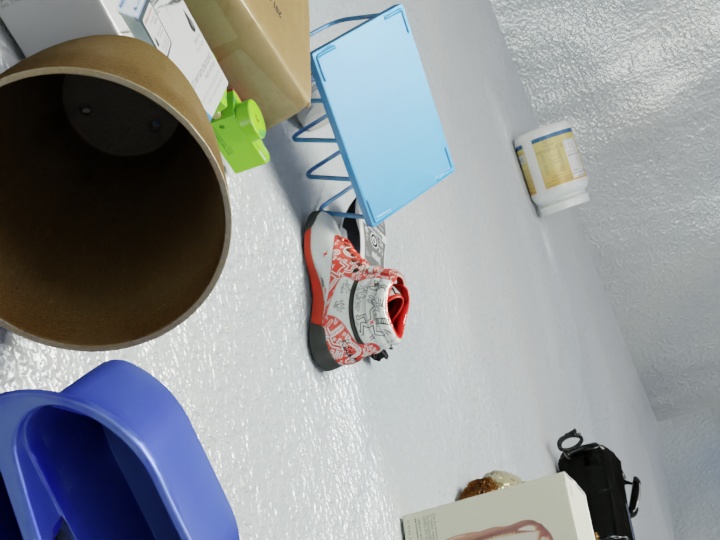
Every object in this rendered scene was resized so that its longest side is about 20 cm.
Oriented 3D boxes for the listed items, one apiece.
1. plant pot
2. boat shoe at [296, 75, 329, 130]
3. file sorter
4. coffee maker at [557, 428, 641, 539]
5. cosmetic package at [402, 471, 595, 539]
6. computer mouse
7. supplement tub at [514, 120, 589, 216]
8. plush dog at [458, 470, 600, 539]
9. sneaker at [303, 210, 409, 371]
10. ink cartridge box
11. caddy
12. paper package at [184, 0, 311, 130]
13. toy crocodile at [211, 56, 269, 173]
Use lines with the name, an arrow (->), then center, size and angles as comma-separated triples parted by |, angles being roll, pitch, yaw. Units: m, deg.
plant pot -> -0.171, -0.080, 0.769 | 0.201, 0.184, 0.188 | -93, 157, -60
boat shoe -> -0.043, -0.233, 1.432 | 0.068, 0.072, 0.200 | 43, 32, 2
file sorter -> -0.005, -0.175, 1.297 | 0.138, 0.122, 0.203 | -34, 115, -30
coffee maker -> 0.419, 0.431, 2.077 | 0.191, 0.134, 0.202 | 32, 36, -27
cosmetic package -> 0.158, 0.304, 1.291 | 0.103, 0.197, 0.089 | 43, 32, -53
computer mouse -> 0.000, 0.000, 1.372 | 0.110, 0.043, 0.203 | 43, 39, -47
supplement tub -> 0.466, -0.246, 2.770 | 0.144, 0.142, 0.203 | -18, 90, -71
plush dog -> 0.215, 0.345, 1.542 | 0.173, 0.160, 0.200 | 55, 8, 33
sneaker -> -0.001, 0.008, 1.251 | 0.067, 0.106, 0.204 | 50, 28, -47
ink cartridge box -> -0.198, -0.190, 0.909 | 0.147, 0.085, 0.202 | -79, 148, -56
caddy -> -0.152, 0.151, 0.641 | 0.105, 0.139, 0.203 | -63, 131, -69
paper package -> -0.135, -0.270, 1.136 | 0.201, 0.102, 0.193 | 53, 25, -43
toy crocodile -> -0.143, -0.162, 1.066 | 0.200, 0.066, 0.063 | 51, 27, -47
